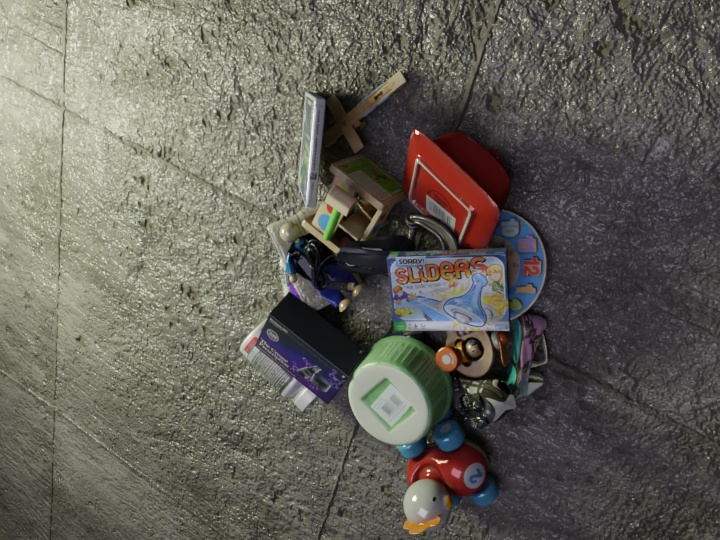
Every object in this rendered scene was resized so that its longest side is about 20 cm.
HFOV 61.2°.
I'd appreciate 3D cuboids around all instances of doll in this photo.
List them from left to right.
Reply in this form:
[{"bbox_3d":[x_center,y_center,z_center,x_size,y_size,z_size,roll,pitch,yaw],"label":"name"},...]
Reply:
[{"bbox_3d":[-0.082,-0.018,1.200,0.200,0.137,0.048,45,165,-4],"label":"doll"}]

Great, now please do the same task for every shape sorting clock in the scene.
[{"bbox_3d":[0.230,-0.008,1.076,0.198,0.039,0.203,-1,89,29],"label":"shape sorting clock"}]

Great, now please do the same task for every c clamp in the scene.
[{"bbox_3d":[0.106,-0.029,1.105,0.171,0.027,0.201,43,148,24],"label":"c clamp"}]

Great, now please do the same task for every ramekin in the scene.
[{"bbox_3d":[0.073,0.239,1.187,0.198,0.098,0.203,10,112,25],"label":"ramekin"}]

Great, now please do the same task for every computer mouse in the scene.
[{"bbox_3d":[0.000,0.000,1.096,0.197,0.046,0.141,-3,142,-4],"label":"computer mouse"}]

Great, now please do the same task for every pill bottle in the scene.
[{"bbox_3d":[-0.163,0.209,1.358,0.200,0.114,0.114,45,123,7],"label":"pill bottle"}]

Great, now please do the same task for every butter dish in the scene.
[{"bbox_3d":[0.181,-0.149,1.021,0.200,0.147,0.200,46,161,17],"label":"butter dish"}]

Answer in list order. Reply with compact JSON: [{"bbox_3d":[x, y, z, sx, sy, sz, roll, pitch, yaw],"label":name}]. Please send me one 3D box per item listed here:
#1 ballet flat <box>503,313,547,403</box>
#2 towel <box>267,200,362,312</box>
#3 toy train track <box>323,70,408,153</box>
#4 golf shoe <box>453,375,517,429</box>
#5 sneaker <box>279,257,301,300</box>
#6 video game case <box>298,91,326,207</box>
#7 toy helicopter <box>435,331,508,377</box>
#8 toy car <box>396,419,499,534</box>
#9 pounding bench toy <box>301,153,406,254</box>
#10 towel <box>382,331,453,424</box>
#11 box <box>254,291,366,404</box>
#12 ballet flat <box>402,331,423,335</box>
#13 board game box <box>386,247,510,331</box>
[{"bbox_3d":[0.305,0.173,1.117,0.070,0.069,0.203,5,112,0],"label":"ballet flat"},{"bbox_3d":[-0.091,-0.027,1.240,0.131,0.034,0.202,-25,93,-7],"label":"towel"},{"bbox_3d":[0.008,-0.296,1.128,0.199,0.032,0.116,-33,83,28],"label":"toy train track"},{"bbox_3d":[0.230,0.237,1.126,0.093,0.200,0.079,-17,97,-2],"label":"golf shoe"},{"bbox_3d":[-0.108,0.056,1.298,0.098,0.070,0.203,-1,108,26],"label":"sneaker"},{"bbox_3d":[-0.092,-0.227,1.114,0.023,0.200,0.184,3,108,-11],"label":"video game case"},{"bbox_3d":[0.218,0.100,1.130,0.131,0.079,0.203,8,99,34],"label":"toy helicopter"},{"bbox_3d":[0.154,0.436,1.191,0.175,0.200,0.185,-22,110,33],"label":"toy car"},{"bbox_3d":[-0.029,-0.100,1.116,0.124,0.200,0.157,38,121,11],"label":"pounding bench toy"},{"bbox_3d":[0.113,0.223,1.246,0.111,0.048,0.202,-16,99,32],"label":"towel"},{"bbox_3d":[-0.105,0.161,1.244,0.199,0.079,0.142,37,137,5],"label":"box"},{"bbox_3d":[0.137,0.091,1.143,0.046,0.068,0.200,36,152,-10],"label":"ballet flat"},{"bbox_3d":[0.149,0.033,1.022,0.197,0.034,0.137,-2,109,17],"label":"board game box"}]
